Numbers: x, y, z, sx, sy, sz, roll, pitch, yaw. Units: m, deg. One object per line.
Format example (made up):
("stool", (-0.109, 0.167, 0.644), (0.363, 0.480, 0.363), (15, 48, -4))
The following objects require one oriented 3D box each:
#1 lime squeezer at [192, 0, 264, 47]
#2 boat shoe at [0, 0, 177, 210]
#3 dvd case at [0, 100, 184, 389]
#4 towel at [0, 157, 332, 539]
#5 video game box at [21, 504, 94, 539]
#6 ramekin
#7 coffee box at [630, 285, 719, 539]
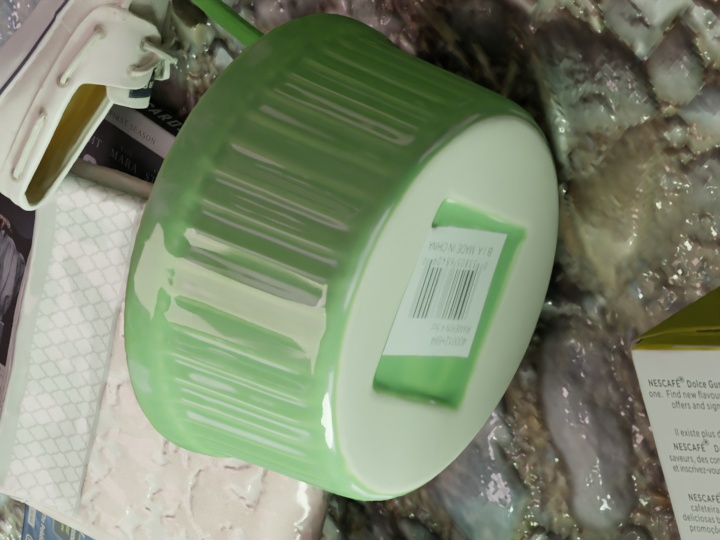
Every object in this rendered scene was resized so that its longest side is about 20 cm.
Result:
("lime squeezer", (-0.029, -0.051, 1.137), (0.038, 0.070, 0.200), (-140, 34, -71))
("boat shoe", (-0.117, -0.109, 1.163), (0.070, 0.071, 0.200), (49, 113, 15))
("dvd case", (-0.149, -0.005, 1.290), (0.150, 0.025, 0.200), (33, 119, 29))
("towel", (-0.094, 0.062, 1.234), (0.191, 0.032, 0.200), (23, 116, 17))
("video game box", (-0.113, 0.155, 1.365), (0.182, 0.047, 0.200), (34, 132, 27))
("ramekin", (0.000, 0.000, 1.040), (0.098, 0.200, 0.200), (22, 127, 29))
("coffee box", (0.245, 0.074, 0.809), (0.200, 0.200, 0.198), (-2, 110, 48))
